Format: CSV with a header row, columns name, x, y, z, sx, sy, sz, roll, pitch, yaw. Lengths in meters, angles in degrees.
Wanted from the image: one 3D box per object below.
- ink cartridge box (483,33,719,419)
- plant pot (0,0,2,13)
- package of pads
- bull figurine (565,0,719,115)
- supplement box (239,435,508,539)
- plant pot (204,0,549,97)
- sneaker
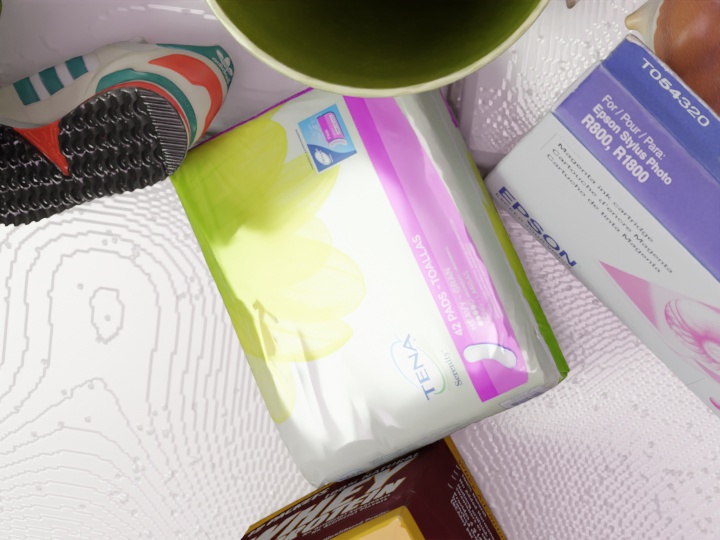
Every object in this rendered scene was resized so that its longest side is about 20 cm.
name,x,y,z,sx,sy,sz,roll,pitch,yaw
ink cartridge box,0.162,-0.010,1.047,0.196,0.200,0.043,45,76,2
plant pot,-0.282,-0.113,1.055,0.189,0.200,0.201,12,101,-12
package of pads,0.000,0.000,1.123,0.154,0.068,0.201,-25,88,18
bull figurine,0.169,-0.105,1.095,0.121,0.065,0.201,0,98,11
supplement box,0.023,0.214,1.097,0.132,0.200,0.198,-29,93,11
plant pot,0.021,-0.185,1.039,0.186,0.200,0.188,1,98,9
sneaker,-0.153,-0.082,1.156,0.199,0.093,0.071,-9,117,37
